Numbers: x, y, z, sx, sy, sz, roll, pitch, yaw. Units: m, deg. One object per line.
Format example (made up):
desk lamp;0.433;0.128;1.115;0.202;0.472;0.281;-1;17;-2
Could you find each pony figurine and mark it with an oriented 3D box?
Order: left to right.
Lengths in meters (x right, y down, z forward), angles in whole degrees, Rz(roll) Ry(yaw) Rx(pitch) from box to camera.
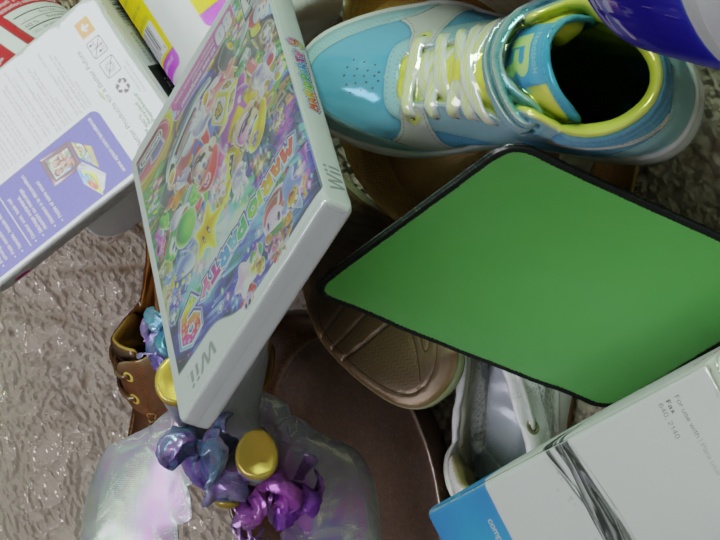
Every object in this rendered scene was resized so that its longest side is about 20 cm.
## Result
pony figurine;-0.066;0.086;1.356;0.165;0.200;0.194;3;76;0

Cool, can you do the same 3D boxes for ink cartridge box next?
ink cartridge box;-0.185;-0.057;1.416;0.200;0.037;0.095;-36;86;18
ink cartridge box;0.154;0.094;1.244;0.200;0.146;0.086;-32;84;44

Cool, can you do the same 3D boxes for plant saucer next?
plant saucer;-0.009;0.118;1.456;0.200;0.034;0.202;19;115;47

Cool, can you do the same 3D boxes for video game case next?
video game case;-0.062;-0.042;1.247;0.144;0.018;0.201;-56;31;29

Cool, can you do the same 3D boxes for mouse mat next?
mouse mat;0.099;0.007;1.253;0.161;0.199;0.008;-36;44;43

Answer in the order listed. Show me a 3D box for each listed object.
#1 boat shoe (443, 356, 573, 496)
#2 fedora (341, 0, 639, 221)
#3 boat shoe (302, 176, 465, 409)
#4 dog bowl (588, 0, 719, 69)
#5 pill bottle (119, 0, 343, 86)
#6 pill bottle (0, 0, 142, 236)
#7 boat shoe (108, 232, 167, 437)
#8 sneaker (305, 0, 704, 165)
boat shoe;0.074;0.109;1.374;0.071;0.069;0.201;10;112;39
fedora;0.046;-0.080;1.315;0.200;0.082;0.202;16;116;36
boat shoe;0.000;0.000;1.379;0.072;0.065;0.200;-46;56;8
dog bowl;0.171;-0.183;1.085;0.078;0.200;0.201;16;116;39
pill bottle;-0.102;-0.196;1.386;0.104;0.104;0.201;-41;78;42
pill bottle;-0.201;-0.105;1.503;0.200;0.112;0.113;34;126;27
boat shoe;-0.115;0.047;1.502;0.072;0.067;0.201;-118;38;-52
sneaker;0.055;-0.094;1.190;0.199;0.131;0.080;2;86;12
